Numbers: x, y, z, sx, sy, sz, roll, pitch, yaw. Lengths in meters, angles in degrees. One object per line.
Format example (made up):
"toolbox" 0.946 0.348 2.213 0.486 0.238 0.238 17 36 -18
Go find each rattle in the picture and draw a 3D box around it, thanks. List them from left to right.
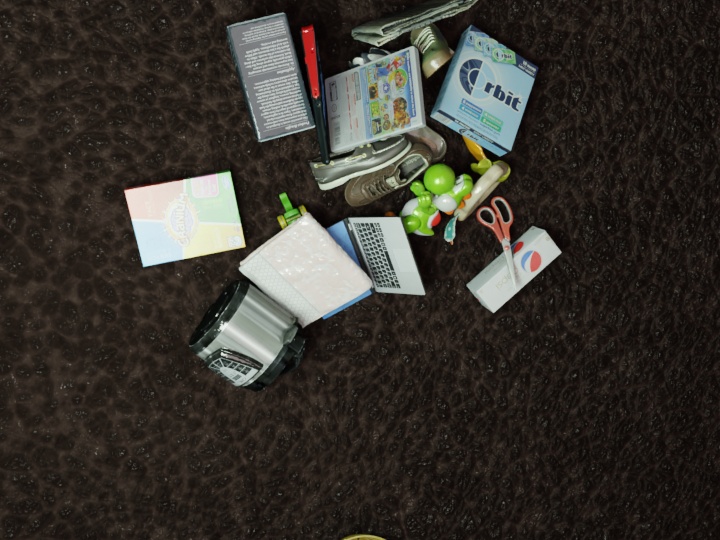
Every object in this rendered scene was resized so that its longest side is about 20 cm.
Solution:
"rattle" 0.201 -0.171 1.356 0.143 0.130 0.200 38 120 -7

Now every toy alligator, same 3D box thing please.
"toy alligator" -0.116 -0.061 1.319 0.059 0.054 0.200 -23 107 -5

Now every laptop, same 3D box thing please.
"laptop" 0.000 0.000 1.306 0.116 0.200 0.188 -50 130 -40

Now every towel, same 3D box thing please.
"towel" -0.109 0.007 1.293 0.191 0.032 0.200 -33 116 21
"towel" 0.094 -0.457 1.196 0.192 0.200 0.035 -22 113 -7

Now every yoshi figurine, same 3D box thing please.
"yoshi figurine" 0.123 -0.142 1.295 0.200 0.112 0.113 -34 67 23

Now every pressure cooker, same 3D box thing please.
"pressure cooker" -0.208 0.136 1.283 0.200 0.176 0.179 39 91 -18

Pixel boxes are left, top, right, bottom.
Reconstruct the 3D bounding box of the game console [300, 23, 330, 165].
"game console" -0.075 -0.314 1.173 0.031 0.200 0.177 -10 64 -2

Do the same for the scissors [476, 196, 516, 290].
"scissors" 0.313 -0.061 1.386 0.073 0.014 0.200 -24 77 -1

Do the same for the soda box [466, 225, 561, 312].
"soda box" 0.333 -0.004 1.424 0.200 0.064 0.068 -42 108 -1

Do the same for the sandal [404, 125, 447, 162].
"sandal" 0.089 -0.274 1.312 0.200 0.055 0.082 26 96 -17

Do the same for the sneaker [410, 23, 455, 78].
"sneaker" 0.124 -0.417 1.222 0.067 0.200 0.090 -37 100 22

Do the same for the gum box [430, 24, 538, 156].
"gum box" 0.248 -0.355 1.297 0.170 0.045 0.200 25 75 -16

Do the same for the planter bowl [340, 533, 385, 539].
"planter bowl" -0.009 0.670 1.498 0.200 0.083 0.201 -3 104 -12

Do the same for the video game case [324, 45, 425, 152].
"video game case" 0.023 -0.307 1.192 0.018 0.200 0.144 3 80 -54

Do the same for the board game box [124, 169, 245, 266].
"board game box" -0.336 -0.102 1.269 0.199 0.040 0.153 -12 105 -9

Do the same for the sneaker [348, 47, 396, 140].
"sneaker" 0.027 -0.347 1.248 0.129 0.080 0.200 22 72 -1

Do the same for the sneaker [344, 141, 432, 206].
"sneaker" 0.052 -0.186 1.293 0.200 0.076 0.070 -33 112 15

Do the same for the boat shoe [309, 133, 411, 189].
"boat shoe" -0.001 -0.223 1.273 0.201 0.072 0.061 -22 117 13

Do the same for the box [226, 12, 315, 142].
"box" -0.165 -0.346 1.192 0.107 0.148 0.200 -16 106 -7
